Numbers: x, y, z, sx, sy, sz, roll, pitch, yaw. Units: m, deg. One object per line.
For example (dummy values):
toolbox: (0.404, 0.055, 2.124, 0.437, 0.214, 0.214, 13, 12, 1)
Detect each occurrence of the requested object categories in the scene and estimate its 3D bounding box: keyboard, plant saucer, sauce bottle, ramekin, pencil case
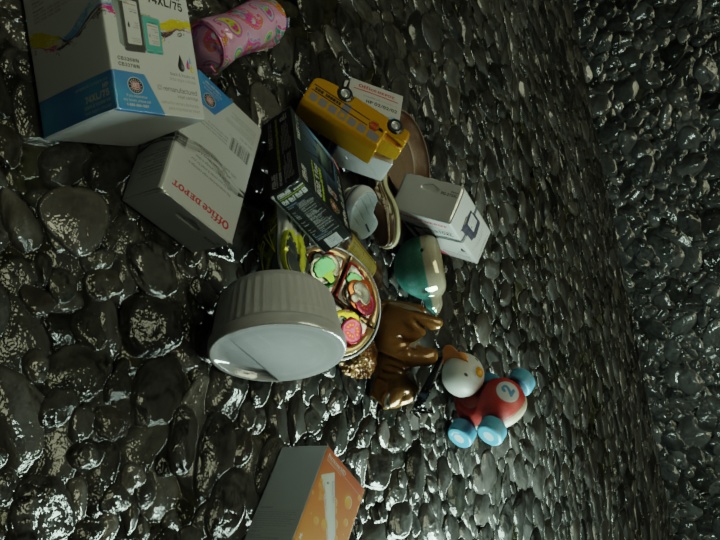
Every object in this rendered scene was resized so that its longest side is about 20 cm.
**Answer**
keyboard: (0.127, 0.222, 1.387, 0.105, 0.039, 0.200, -59, 170, -14)
plant saucer: (0.087, -0.241, 1.647, 0.199, 0.036, 0.206, 19, 67, -54)
sauce bottle: (0.000, 0.000, 1.426, 0.201, 0.064, 0.066, 51, 43, -37)
ramekin: (-0.121, 0.079, 1.111, 0.201, 0.199, 0.096, 34, 42, -48)
pencil case: (-0.192, -0.372, 1.209, 0.200, 0.086, 0.089, -48, 121, -52)

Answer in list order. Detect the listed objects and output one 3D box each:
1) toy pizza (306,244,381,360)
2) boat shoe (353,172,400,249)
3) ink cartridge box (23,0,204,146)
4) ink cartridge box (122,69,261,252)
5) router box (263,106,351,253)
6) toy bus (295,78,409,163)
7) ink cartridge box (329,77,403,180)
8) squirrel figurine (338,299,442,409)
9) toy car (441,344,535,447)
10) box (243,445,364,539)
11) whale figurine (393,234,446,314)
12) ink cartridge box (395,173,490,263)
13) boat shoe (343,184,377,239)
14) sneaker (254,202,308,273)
toy pizza: (-0.046, 0.050, 1.296, 0.196, 0.032, 0.205, 10, 68, -27)
boat shoe: (0.021, -0.142, 1.499, 0.074, 0.074, 0.207, -4, 78, -45)
ink cartridge box: (-0.306, -0.274, 0.951, 0.146, 0.144, 0.205, -8, 88, -57)
ink cartridge box: (-0.233, -0.152, 1.088, 0.145, 0.082, 0.204, 41, 49, -45)
router box: (-0.089, -0.151, 1.263, 0.150, 0.061, 0.202, 46, 22, -40)
toy bus: (-0.014, -0.260, 1.370, 0.198, 0.065, 0.079, 32, 62, -5)
ink cartridge box: (0.013, -0.287, 1.468, 0.113, 0.068, 0.204, 16, 62, -13)
squirrel figurine: (0.040, 0.153, 1.407, 0.196, 0.141, 0.191, 11, 96, -20)
toy car: (0.250, 0.245, 1.672, 0.202, 0.175, 0.185, 54, 51, -15)
box: (-0.088, 0.387, 1.163, 0.125, 0.096, 0.202, 55, 41, -33)
whale figurine: (0.126, 0.016, 1.606, 0.201, 0.101, 0.162, 71, 10, -57)
ink cartridge box: (0.170, -0.107, 1.599, 0.086, 0.143, 0.200, -64, 148, -12)
boat shoe: (-0.014, -0.112, 1.382, 0.073, 0.067, 0.200, -42, 166, -11)
sneaker: (-0.134, -0.053, 1.232, 0.075, 0.084, 0.202, 49, 23, -34)
